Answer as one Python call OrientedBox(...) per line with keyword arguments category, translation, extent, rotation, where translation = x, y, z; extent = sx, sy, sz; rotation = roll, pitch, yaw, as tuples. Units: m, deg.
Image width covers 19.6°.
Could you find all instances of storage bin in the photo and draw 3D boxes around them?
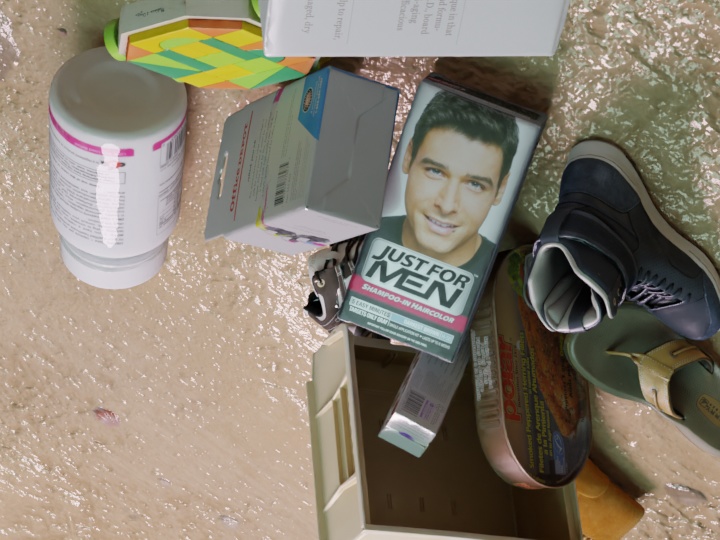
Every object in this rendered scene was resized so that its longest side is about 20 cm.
OrientedBox(category="storage bin", translation=(0.067, 0.150, 1.748), extent=(0.200, 0.199, 0.094), rotation=(8, 149, -23))

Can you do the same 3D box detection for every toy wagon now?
OrientedBox(category="toy wagon", translation=(-0.089, -0.172, 1.587), extent=(0.155, 0.040, 0.200), rotation=(-10, 164, 35))

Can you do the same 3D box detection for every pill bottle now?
OrientedBox(category="pill bottle", translation=(-0.208, -0.083, 1.773), extent=(0.113, 0.113, 0.200), rotation=(20, 139, 9))

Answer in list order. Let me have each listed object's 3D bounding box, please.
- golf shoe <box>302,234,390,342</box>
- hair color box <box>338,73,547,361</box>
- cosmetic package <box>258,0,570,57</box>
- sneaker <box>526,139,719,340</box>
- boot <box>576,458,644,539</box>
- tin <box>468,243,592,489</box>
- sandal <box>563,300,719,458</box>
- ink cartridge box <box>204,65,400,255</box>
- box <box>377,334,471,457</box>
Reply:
OrientedBox(category="golf shoe", translation=(0.000, 0.000, 1.777), extent=(0.094, 0.078, 0.200), rotation=(24, 139, 4))
OrientedBox(category="hair color box", translation=(0.064, -0.042, 1.627), extent=(0.099, 0.061, 0.200), rotation=(21, 105, 6))
OrientedBox(category="cosmetic package", translation=(0.033, -0.253, 1.368), extent=(0.200, 0.167, 0.166), rotation=(-2, 139, -9))
OrientedBox(category="sneaker", translation=(0.207, 0.018, 1.630), extent=(0.077, 0.146, 0.202), rotation=(-20, 123, 40))
OrientedBox(category="boot", translation=(0.198, 0.182, 1.878), extent=(0.144, 0.071, 0.201), rotation=(28, 144, -10))
OrientedBox(category="tin", translation=(0.137, 0.079, 1.705), extent=(0.042, 0.200, 0.112), rotation=(-13, 166, 39))
OrientedBox(category="sandal", translation=(0.259, 0.092, 1.723), extent=(0.200, 0.080, 0.054), rotation=(36, 177, -16))
OrientedBox(category="ink cartridge box", translation=(-0.049, -0.080, 1.655), extent=(0.068, 0.115, 0.200), rotation=(15, 167, -25))
OrientedBox(category="box", translation=(0.069, 0.066, 1.712), extent=(0.041, 0.200, 0.039), rotation=(29, 137, -3))
